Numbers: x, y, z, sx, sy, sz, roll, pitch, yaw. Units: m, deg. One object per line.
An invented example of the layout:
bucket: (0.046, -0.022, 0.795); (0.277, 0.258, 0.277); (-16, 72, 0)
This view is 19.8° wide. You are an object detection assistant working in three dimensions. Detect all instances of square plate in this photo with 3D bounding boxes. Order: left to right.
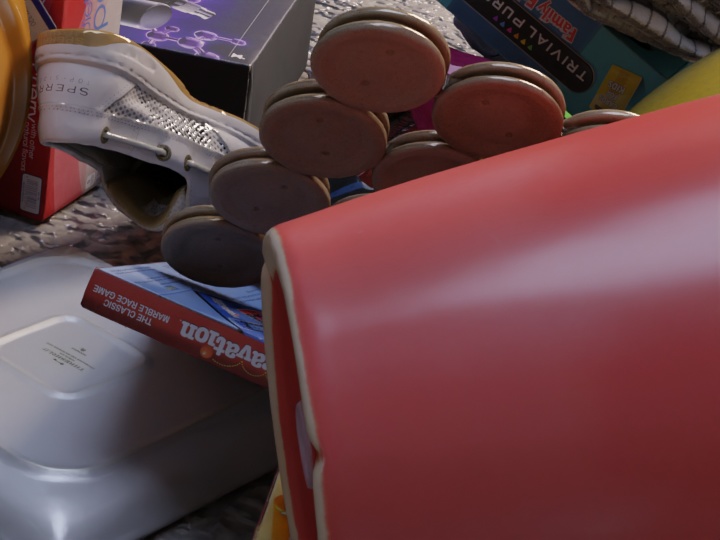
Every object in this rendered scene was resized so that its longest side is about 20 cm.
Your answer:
square plate: (-0.132, 0.047, 0.911); (0.200, 0.029, 0.198); (27, 32, 31)

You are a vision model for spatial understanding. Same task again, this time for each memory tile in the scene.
memory tile: (0.019, -0.027, 0.825); (0.153, 0.200, 0.017); (21, 55, -19)

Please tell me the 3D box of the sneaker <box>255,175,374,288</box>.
sneaker: (0.000, 0.000, 0.988); (0.076, 0.077, 0.200); (-42, 25, -22)

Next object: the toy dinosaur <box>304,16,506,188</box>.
toy dinosaur: (0.064, -0.084, 1.147); (0.181, 0.105, 0.201); (-5, 55, 3)

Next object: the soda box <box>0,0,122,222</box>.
soda box: (-0.164, -0.132, 1.061); (0.063, 0.201, 0.070); (19, 28, 16)

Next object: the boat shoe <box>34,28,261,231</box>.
boat shoe: (-0.100, -0.052, 1.030); (0.071, 0.070, 0.200); (0, -19, 32)

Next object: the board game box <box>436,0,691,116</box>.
board game box: (0.109, -0.146, 1.073); (0.151, 0.047, 0.200); (41, 24, 6)

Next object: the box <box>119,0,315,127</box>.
box: (-0.113, -0.135, 1.225); (0.141, 0.079, 0.200); (14, 27, 4)

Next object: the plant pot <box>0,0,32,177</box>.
plant pot: (-0.240, -0.067, 0.910); (0.199, 0.201, 0.183); (2, 29, -15)

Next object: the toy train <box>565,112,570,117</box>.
toy train: (0.101, -0.056, 1.182); (0.056, 0.042, 0.200); (23, 28, 3)

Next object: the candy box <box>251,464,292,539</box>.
candy box: (0.061, 0.116, 0.807); (0.199, 0.056, 0.116); (11, 27, 4)

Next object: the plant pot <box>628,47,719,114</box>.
plant pot: (0.149, 0.013, 0.903); (0.142, 0.201, 0.200); (-22, 39, -32)

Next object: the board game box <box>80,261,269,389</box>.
board game box: (-0.049, 0.024, 0.889); (0.103, 0.020, 0.200); (22, 3, 5)

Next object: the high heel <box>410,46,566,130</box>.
high heel: (0.064, -0.069, 1.012); (0.096, 0.067, 0.200); (49, 13, 5)

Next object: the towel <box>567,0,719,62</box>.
towel: (0.150, -0.172, 1.003); (0.200, 0.086, 0.166); (18, 28, -38)

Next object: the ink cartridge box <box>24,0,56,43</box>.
ink cartridge box: (-0.258, -0.113, 1.007); (0.199, 0.095, 0.037); (-27, 31, 4)

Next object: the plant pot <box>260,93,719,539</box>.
plant pot: (0.062, 0.045, 0.704); (0.177, 0.201, 0.201); (-8, 29, -7)
